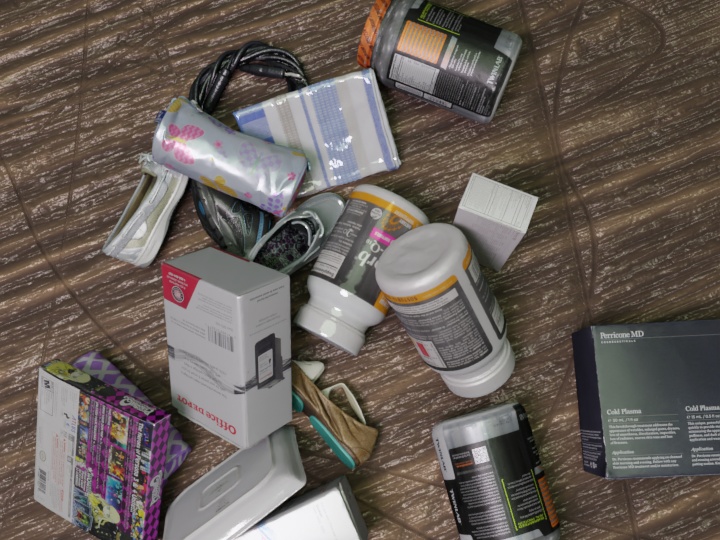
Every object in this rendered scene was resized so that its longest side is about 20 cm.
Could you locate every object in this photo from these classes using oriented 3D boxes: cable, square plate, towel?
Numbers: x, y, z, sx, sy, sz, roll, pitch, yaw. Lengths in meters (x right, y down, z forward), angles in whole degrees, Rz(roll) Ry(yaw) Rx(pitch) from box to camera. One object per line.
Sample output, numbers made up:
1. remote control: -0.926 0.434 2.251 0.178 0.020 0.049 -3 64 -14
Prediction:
1. cable: -0.166 -0.233 1.054 0.199 0.051 0.164 -23 82 -1
2. square plate: -0.159 0.266 0.893 0.199 0.198 0.029 -36 101 -4
3. towel: -0.055 -0.176 1.015 0.198 0.024 0.148 -17 117 1

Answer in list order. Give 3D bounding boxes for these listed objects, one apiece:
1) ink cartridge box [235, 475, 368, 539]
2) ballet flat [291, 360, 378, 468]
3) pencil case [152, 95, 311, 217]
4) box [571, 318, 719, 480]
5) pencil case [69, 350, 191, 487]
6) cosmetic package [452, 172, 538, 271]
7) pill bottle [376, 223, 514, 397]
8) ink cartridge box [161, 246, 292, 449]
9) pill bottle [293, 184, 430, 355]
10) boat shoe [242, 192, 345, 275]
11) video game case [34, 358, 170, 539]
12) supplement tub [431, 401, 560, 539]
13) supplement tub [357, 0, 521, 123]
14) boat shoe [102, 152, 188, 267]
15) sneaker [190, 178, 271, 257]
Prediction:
1. ink cartridge box: -0.093 0.330 0.903 0.199 0.145 0.085 -26 80 -2
2. ballet flat: -0.054 0.165 0.978 0.200 0.068 0.072 41 64 9
3. pencil case: -0.166 -0.145 0.966 0.199 0.083 0.091 25 69 -7
4. box: 0.380 0.158 0.938 0.198 0.104 0.184 -2 81 1
5. pencil case: -0.307 0.196 0.972 0.200 0.086 0.084 45 47 9
6. cosmetic package: 0.158 -0.055 0.935 0.082 0.200 0.051 24 79 6
7. pill bottle: 0.109 0.052 0.911 0.116 0.116 0.201 -33 120 -4
8. ink cartridge box: -0.160 0.091 0.910 0.145 0.083 0.202 19 118 36
9. pill bottle: 0.000 0.000 0.974 0.116 0.116 0.201 26 82 6
10. boat shoe: -0.078 -0.041 0.977 0.070 0.071 0.201 50 59 -5
11. video game case: -0.320 0.230 0.917 0.180 0.036 0.202 19 112 21
12. supplement tub: 0.168 0.271 0.916 0.122 0.123 0.202 -15 79 -1
13. supplement tub: 0.104 -0.288 1.011 0.199 0.123 0.123 23 81 6
14. boat shoe: -0.283 -0.107 1.014 0.064 0.074 0.203 21 90 -36
15. sneaker: -0.170 -0.068 1.025 0.081 0.073 0.201 -24 85 -19
